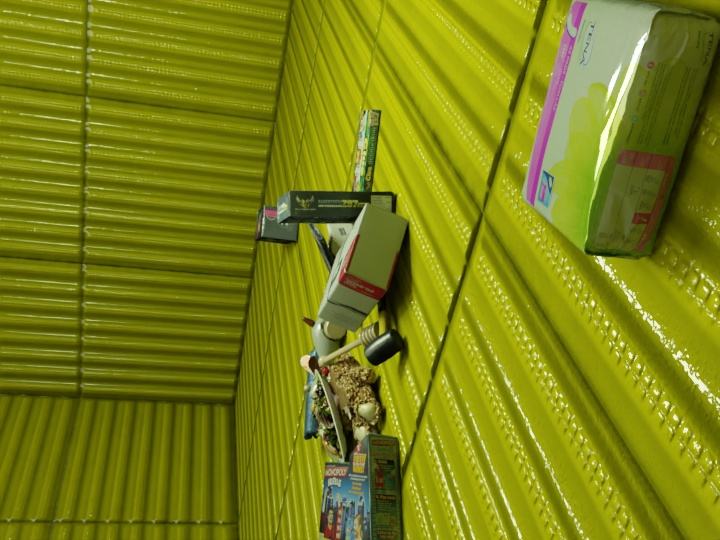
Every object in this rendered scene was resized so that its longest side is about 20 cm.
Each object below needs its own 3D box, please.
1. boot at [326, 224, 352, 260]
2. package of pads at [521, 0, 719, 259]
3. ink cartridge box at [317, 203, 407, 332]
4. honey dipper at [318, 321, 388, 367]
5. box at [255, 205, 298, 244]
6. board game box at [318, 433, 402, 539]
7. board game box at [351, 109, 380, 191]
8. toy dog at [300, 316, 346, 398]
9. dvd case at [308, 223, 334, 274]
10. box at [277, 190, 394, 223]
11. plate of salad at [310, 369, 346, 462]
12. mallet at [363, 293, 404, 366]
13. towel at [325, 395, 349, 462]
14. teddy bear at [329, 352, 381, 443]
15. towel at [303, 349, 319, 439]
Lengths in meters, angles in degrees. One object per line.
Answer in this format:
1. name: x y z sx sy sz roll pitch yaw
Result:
1. boot: -0.032 -0.036 1.672 0.201 0.072 0.091 -103 8 -58
2. package of pads: 0.211 -0.124 0.660 0.155 0.067 0.202 -115 32 -65
3. ink cartridge box: 0.000 0.000 1.376 0.200 0.083 0.146 124 165 -59
4. honey dipper: -0.021 0.143 1.446 0.199 0.038 0.038 -32 51 46
5. box: -0.279 -0.150 2.592 0.200 0.121 0.107 176 99 -76
6. board game box: 0.004 0.374 1.290 0.200 0.061 0.202 -19 62 60
7. board game box: 0.009 -0.236 1.641 0.105 0.023 0.202 -150 66 -73
8. toy dog: -0.098 0.180 1.736 0.132 0.095 0.202 131 150 -62
9. dvd case: -0.054 0.005 1.621 0.149 0.016 0.202 -130 16 -71
10. box: -0.050 -0.117 1.465 0.158 0.198 0.052 171 99 -77
11. plate of salad: -0.070 0.296 1.549 0.200 0.048 0.202 165 90 -81
12. mallet: 0.046 0.075 1.350 0.066 0.041 0.201 -32 32 30
13. towel: -0.053 0.336 1.694 0.200 0.023 0.145 179 95 -77
14. teddy bear: -0.001 0.238 1.452 0.200 0.066 0.147 -152 57 -70
15. towel: -0.104 0.295 1.846 0.112 0.048 0.202 106 167 -70
